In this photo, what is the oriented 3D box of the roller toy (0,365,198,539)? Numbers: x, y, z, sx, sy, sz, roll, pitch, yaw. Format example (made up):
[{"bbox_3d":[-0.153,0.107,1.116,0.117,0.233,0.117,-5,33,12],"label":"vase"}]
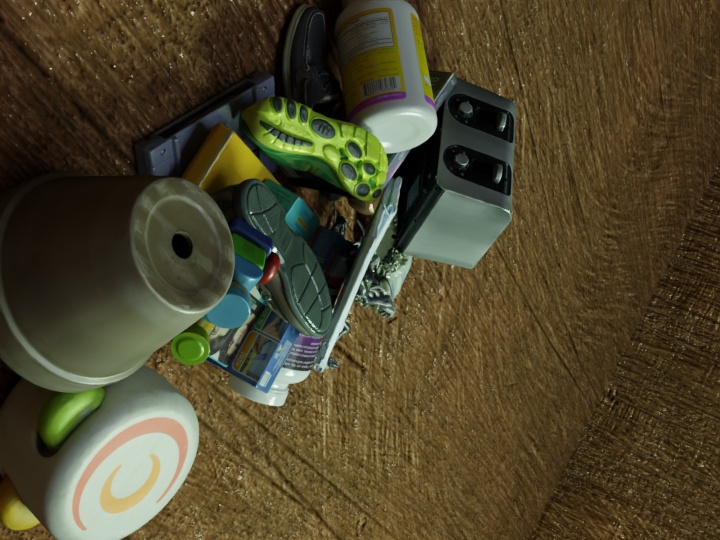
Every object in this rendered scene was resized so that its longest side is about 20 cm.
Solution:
[{"bbox_3d":[-0.271,0.172,1.076,0.182,0.139,0.201,-10,126,-48],"label":"roller toy"}]

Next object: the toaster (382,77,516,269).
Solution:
[{"bbox_3d":[0.119,-0.114,1.371,0.200,0.118,0.182,122,-19,-55],"label":"toaster"}]

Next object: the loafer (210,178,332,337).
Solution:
[{"bbox_3d":[-0.094,-0.011,1.126,0.201,0.062,0.072,63,38,-30],"label":"loafer"}]

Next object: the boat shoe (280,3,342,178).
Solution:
[{"bbox_3d":[-0.053,-0.206,1.235,0.072,0.064,0.202,-14,112,-61],"label":"boat shoe"}]

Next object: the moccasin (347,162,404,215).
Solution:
[{"bbox_3d":[0.057,-0.146,1.503,0.201,0.074,0.078,-22,138,-41],"label":"moccasin"}]

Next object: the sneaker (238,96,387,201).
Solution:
[{"bbox_3d":[-0.049,-0.140,1.179,0.199,0.083,0.075,27,84,-35],"label":"sneaker"}]

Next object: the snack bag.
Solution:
[{"bbox_3d":[0.000,0.000,1.243,0.200,0.021,0.190,-71,-175,-66],"label":"snack bag"}]

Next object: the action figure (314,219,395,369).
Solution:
[{"bbox_3d":[-0.019,0.028,1.429,0.102,0.119,0.201,4,123,-49],"label":"action figure"}]

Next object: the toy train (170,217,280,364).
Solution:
[{"bbox_3d":[-0.164,0.051,1.052,0.200,0.084,0.116,-47,-158,28],"label":"toy train"}]

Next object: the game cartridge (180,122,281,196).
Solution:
[{"bbox_3d":[-0.169,-0.039,1.152,0.201,0.032,0.176,-56,157,-7],"label":"game cartridge"}]

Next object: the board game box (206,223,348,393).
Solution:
[{"bbox_3d":[-0.119,0.025,1.241,0.201,0.135,0.034,-61,152,-9],"label":"board game box"}]

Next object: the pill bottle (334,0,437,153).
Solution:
[{"bbox_3d":[0.025,-0.247,1.242,0.104,0.103,0.202,37,41,-62],"label":"pill bottle"}]

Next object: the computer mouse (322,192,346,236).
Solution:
[{"bbox_3d":[-0.027,-0.089,1.421,0.059,0.034,0.201,-44,147,-41],"label":"computer mouse"}]

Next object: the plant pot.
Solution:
[{"bbox_3d":[-0.210,-0.006,0.928,0.199,0.173,0.202,22,61,-46],"label":"plant pot"}]

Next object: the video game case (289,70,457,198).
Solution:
[{"bbox_3d":[0.015,-0.175,1.320,0.201,0.142,0.019,-55,134,-21],"label":"video game case"}]

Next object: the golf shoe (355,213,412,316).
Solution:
[{"bbox_3d":[0.045,-0.030,1.553,0.097,0.078,0.201,-50,166,-42],"label":"golf shoe"}]

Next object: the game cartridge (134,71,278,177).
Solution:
[{"bbox_3d":[-0.161,-0.121,1.165,0.200,0.038,0.131,-41,139,-40],"label":"game cartridge"}]

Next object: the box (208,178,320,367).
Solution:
[{"bbox_3d":[-0.128,0.004,1.184,0.201,0.049,0.082,-58,157,-7],"label":"box"}]

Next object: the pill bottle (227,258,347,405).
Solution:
[{"bbox_3d":[-0.098,0.062,1.329,0.112,0.112,0.202,11,101,-62],"label":"pill bottle"}]
